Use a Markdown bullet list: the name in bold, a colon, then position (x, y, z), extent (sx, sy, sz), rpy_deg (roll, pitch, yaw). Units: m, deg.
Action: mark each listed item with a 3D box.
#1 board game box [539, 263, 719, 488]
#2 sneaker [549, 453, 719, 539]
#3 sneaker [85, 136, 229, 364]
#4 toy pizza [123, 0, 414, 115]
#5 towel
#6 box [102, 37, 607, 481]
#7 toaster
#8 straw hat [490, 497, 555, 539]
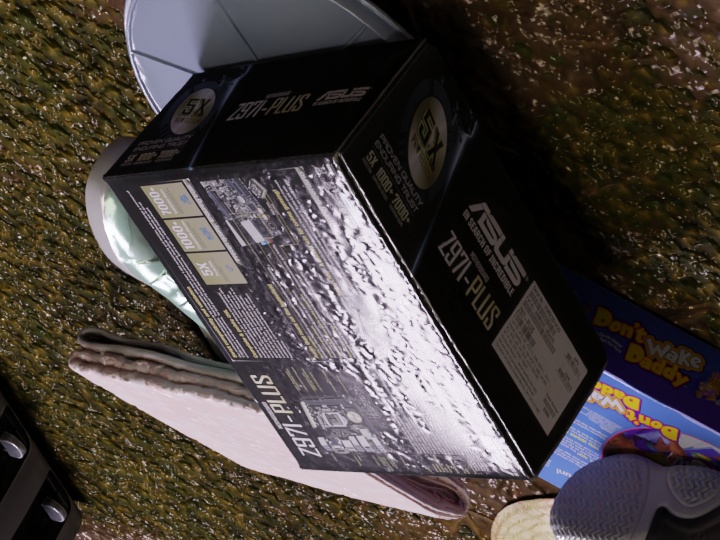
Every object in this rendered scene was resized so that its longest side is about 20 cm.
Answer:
- **board game box**: position (0.147, 0.082, 1.066), extent (0.199, 0.045, 0.135), rpy_deg (29, 149, 7)
- **sneaker**: position (0.196, 0.161, 1.019), extent (0.199, 0.076, 0.114), rpy_deg (11, 145, 42)
- **sneaker**: position (-0.061, -0.001, 1.113), extent (0.118, 0.074, 0.201), rpy_deg (14, 155, 41)
- **toy pizza**: position (-0.028, -0.090, 0.998), extent (0.199, 0.032, 0.201), rpy_deg (23, 148, 15)
- **towel**: position (-0.057, 0.095, 1.232), extent (0.199, 0.032, 0.191), rpy_deg (10, 162, 46)
- **box**: position (0.000, 0.000, 0.970), extent (0.163, 0.086, 0.201), rpy_deg (-4, 129, 44)
- **toaster**: position (-0.335, 0.166, 1.572), extent (0.198, 0.119, 0.182), rpy_deg (11, 143, 32)
- **straw hat**: position (0.152, 0.237, 1.246), extent (0.200, 0.085, 0.202), rpy_deg (24, 149, 15)
